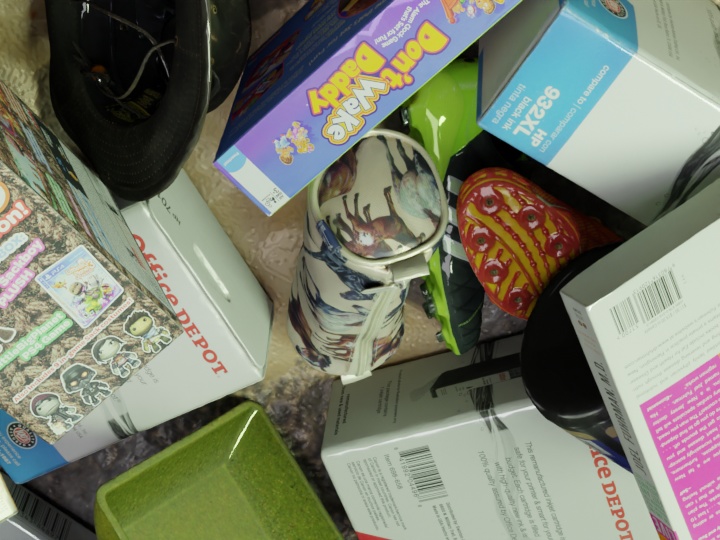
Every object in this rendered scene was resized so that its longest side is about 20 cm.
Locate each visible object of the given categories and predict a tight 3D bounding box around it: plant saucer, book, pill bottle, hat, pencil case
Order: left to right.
[{"bbox_3d":[-0.108,-0.144,0.832,0.080,0.201,0.203,-10,131,-36],"label":"hat"},{"bbox_3d":[-0.078,0.204,0.953,0.048,0.200,0.201,-35,86,28],"label":"plant saucer"},{"bbox_3d":[0.000,0.000,0.878,0.077,0.091,0.200,-3,157,-8],"label":"pencil case"},{"bbox_3d":[0.194,0.075,0.860,0.112,0.113,0.199,-39,128,25],"label":"pill bottle"},{"bbox_3d":[0.192,0.059,0.761,0.133,0.048,0.202,-32,119,-12],"label":"book"}]

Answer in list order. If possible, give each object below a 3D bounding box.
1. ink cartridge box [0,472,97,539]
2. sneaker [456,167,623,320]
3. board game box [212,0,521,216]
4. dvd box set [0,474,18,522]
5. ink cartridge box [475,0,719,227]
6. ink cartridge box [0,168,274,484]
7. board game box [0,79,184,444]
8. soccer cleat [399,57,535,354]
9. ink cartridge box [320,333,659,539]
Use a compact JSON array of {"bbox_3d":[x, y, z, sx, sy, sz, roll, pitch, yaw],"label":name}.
[{"bbox_3d":[-0.253,0.272,1.141,0.199,0.041,0.200,37,118,-18],"label":"ink cartridge box"},{"bbox_3d":[0.122,-0.006,0.901,0.073,0.078,0.199,-35,130,22],"label":"sneaker"},{"bbox_3d":[0.010,-0.135,0.808,0.199,0.135,0.045,-39,112,25],"label":"board game box"},{"bbox_3d":[-0.296,0.084,0.824,0.145,0.029,0.202,-30,110,-27],"label":"dvd box set"},{"bbox_3d":[0.167,-0.095,0.812,0.198,0.146,0.084,29,122,-13],"label":"ink cartridge box"},{"bbox_3d":[-0.176,0.031,0.956,0.198,0.086,0.147,-24,118,16],"label":"ink cartridge box"},{"bbox_3d":[-0.205,-0.035,0.763,0.097,0.160,0.200,-39,132,2],"label":"board game box"},{"bbox_3d":[0.069,-0.035,0.909,0.080,0.068,0.202,-12,123,-7],"label":"soccer cleat"},{"bbox_3d":[0.091,0.130,0.996,0.197,0.084,0.146,-14,120,15],"label":"ink cartridge box"}]
